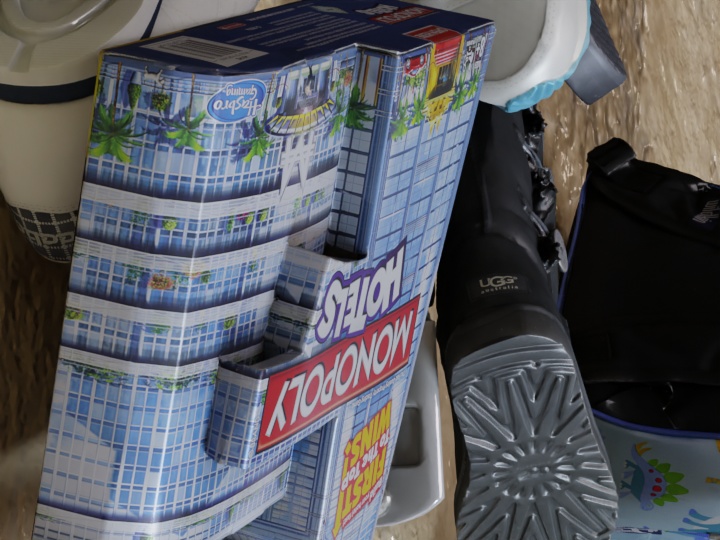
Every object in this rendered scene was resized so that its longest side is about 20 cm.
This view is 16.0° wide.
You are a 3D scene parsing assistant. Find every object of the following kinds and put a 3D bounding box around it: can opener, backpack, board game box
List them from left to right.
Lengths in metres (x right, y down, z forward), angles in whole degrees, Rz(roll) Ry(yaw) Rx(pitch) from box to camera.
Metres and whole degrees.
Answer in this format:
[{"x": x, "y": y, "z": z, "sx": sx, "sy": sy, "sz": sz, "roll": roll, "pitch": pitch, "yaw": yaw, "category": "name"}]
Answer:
[{"x": -0.029, "y": 0.022, "z": 0.814, "sx": 0.200, "sy": 0.062, "sz": 0.200, "roll": -30, "pitch": 131, "yaw": -67, "category": "board game box"}, {"x": 0.000, "y": 0.000, "z": 0.966, "sx": 0.066, "sy": 0.053, "sz": 0.200, "roll": 16, "pitch": 71, "yaw": -66, "category": "can opener"}, {"x": 0.187, "y": 0.055, "z": 1.199, "sx": 0.147, "sy": 0.200, "sz": 0.183, "roll": 90, "pitch": 13, "yaw": -46, "category": "backpack"}]

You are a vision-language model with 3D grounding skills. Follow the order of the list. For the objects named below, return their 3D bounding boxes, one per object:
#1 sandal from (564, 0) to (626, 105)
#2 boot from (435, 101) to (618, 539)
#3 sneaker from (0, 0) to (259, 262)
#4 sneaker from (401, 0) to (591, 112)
[{"x": 0.066, "y": -0.133, "z": 1.104, "sx": 0.076, "sy": 0.043, "sz": 0.200, "roll": 50, "pitch": 16, "yaw": -26, "category": "sandal"}, {"x": 0.057, "y": 0.008, "z": 1.060, "sx": 0.165, "sy": 0.066, "sz": 0.200, "roll": 85, "pitch": -3, "yaw": -45, "category": "boot"}, {"x": -0.066, "y": -0.086, "z": 0.824, "sx": 0.200, "sy": 0.076, "sz": 0.081, "roll": -54, "pitch": 144, "yaw": -47, "category": "sneaker"}, {"x": 0.023, "y": -0.153, "z": 0.990, "sx": 0.081, "sy": 0.076, "sz": 0.200, "roll": 9, "pitch": 56, "yaw": -63, "category": "sneaker"}]
